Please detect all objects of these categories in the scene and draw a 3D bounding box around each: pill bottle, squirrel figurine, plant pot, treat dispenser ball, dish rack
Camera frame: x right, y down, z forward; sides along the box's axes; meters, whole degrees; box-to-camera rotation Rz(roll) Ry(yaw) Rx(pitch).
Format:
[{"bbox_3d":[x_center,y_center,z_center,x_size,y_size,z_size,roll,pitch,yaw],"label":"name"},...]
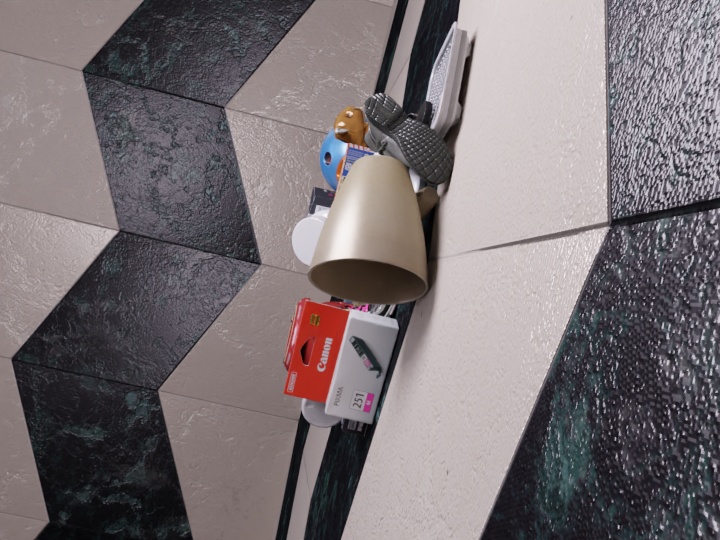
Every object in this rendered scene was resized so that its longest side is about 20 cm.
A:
[{"bbox_3d":[-0.045,-0.070,1.510,0.200,0.113,0.114,-17,-54,-59],"label":"pill bottle"},{"bbox_3d":[-0.089,0.296,1.882,0.200,0.112,0.114,-94,18,-69],"label":"pill bottle"},{"bbox_3d":[0.022,-0.281,1.709,0.142,0.185,0.202,-118,41,-81],"label":"squirrel figurine"},{"bbox_3d":[0.023,-0.072,1.183,0.187,0.186,0.202,116,162,-66],"label":"plant pot"},{"bbox_3d":[-0.004,-0.283,1.900,0.201,0.199,0.203,-167,90,-84],"label":"treat dispenser ball"},{"bbox_3d":[-0.076,0.166,1.729,0.200,0.181,0.202,-167,90,-82],"label":"plant pot"},{"bbox_3d":[0.145,-0.300,1.283,0.172,0.043,0.202,118,164,-72],"label":"dish rack"}]

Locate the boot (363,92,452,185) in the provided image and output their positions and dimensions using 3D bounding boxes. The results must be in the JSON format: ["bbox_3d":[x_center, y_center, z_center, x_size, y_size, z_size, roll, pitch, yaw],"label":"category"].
[{"bbox_3d":[0.079,-0.198,1.255,0.068,0.200,0.131,-37,-20,-12],"label":"boot"}]

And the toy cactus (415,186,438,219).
[{"bbox_3d":[0.069,-0.098,1.291,0.165,0.102,0.202,-38,44,52],"label":"toy cactus"}]

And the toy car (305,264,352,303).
[{"bbox_3d":[-0.064,-0.018,1.906,0.185,0.198,0.178,-86,11,-60],"label":"toy car"}]

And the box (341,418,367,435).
[{"bbox_3d":[0.000,0.212,1.506,0.200,0.049,0.159,-100,24,-75],"label":"box"}]

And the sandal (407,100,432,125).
[{"bbox_3d":[0.083,-0.244,1.322,0.200,0.045,0.076,120,161,-73],"label":"sandal"}]

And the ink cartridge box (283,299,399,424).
[{"bbox_3d":[-0.038,0.167,1.361,0.044,0.172,0.201,-94,18,-71],"label":"ink cartridge box"}]

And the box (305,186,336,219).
[{"bbox_3d":[-0.033,-0.098,1.777,0.133,0.198,0.115,-84,8,-54],"label":"box"}]

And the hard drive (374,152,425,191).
[{"bbox_3d":[0.065,-0.146,1.434,0.131,0.027,0.202,-7,63,40],"label":"hard drive"}]

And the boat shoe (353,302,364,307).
[{"bbox_3d":[0.013,0.073,1.579,0.200,0.073,0.070,142,147,-80],"label":"boat shoe"}]

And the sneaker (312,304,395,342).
[{"bbox_3d":[-0.016,0.096,1.445,0.200,0.087,0.074,-41,14,20],"label":"sneaker"}]

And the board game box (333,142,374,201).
[{"bbox_3d":[0.020,-0.164,1.652,0.046,0.150,0.201,-96,20,-72],"label":"board game box"}]
